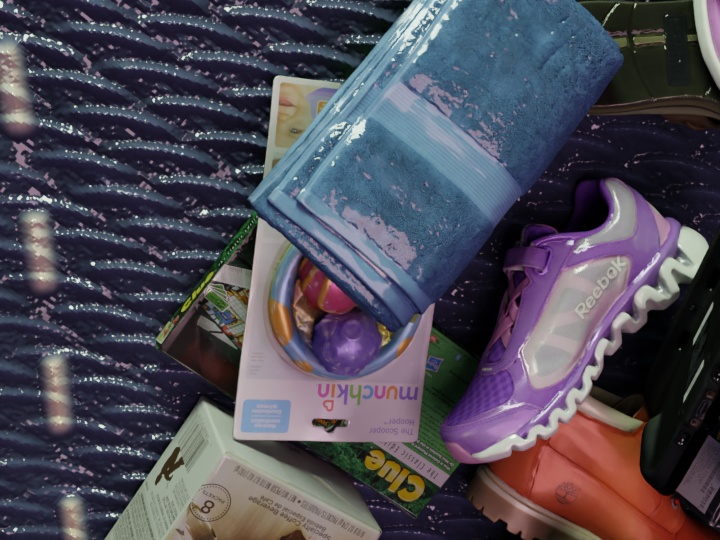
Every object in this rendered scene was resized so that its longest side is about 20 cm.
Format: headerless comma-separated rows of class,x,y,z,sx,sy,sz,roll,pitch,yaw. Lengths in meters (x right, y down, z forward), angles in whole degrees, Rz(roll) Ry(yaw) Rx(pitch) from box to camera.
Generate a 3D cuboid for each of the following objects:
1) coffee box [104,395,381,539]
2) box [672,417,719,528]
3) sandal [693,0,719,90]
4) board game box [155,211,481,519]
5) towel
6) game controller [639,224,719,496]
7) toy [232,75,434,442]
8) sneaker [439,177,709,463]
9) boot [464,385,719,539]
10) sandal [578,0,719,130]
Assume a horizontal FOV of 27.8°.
coffee box,-0.095,0.191,0.845,0.113,0.080,0.200,31,99,-24
box,0.297,0.096,0.911,0.200,0.046,0.159,20,103,-41
sandal,0.219,-0.162,0.782,0.082,0.050,0.203,-14,86,-9
board game box,-0.010,0.055,0.851,0.200,0.023,0.105,37,94,-24
towel,0.044,-0.074,0.757,0.112,0.049,0.200,41,80,-9
game controller,0.198,0.039,0.805,0.042,0.104,0.200,11,138,-1
toy,0.000,0.000,0.797,0.115,0.047,0.201,4,95,-24
sneaker,0.107,0.022,0.836,0.200,0.080,0.089,-46,107,-16
boot,0.175,0.137,0.910,0.200,0.075,0.107,27,96,-22
sandal,0.188,-0.116,0.829,0.200,0.057,0.080,7,82,-1
